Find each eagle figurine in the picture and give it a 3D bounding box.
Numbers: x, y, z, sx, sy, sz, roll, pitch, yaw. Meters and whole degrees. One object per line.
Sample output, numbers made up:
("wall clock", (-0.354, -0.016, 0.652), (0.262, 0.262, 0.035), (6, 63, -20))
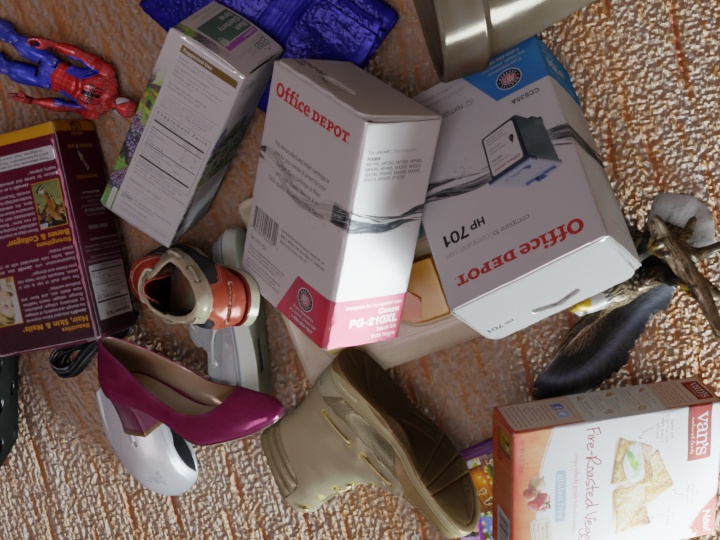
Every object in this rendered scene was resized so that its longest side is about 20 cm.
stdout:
("eagle figurine", (0.208, 0.016, 1.160), (0.199, 0.150, 0.154), (-27, 56, 48))

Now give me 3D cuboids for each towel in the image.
("towel", (-0.084, -0.226, 1.177), (0.199, 0.050, 0.148), (39, 111, -1))

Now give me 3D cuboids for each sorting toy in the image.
("sorting toy", (0.000, 0.000, 1.235), (0.183, 0.037, 0.202), (-20, 102, 18))

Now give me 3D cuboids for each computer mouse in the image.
("computer mouse", (-0.226, 0.141, 1.328), (0.109, 0.044, 0.202), (-25, 100, 18))

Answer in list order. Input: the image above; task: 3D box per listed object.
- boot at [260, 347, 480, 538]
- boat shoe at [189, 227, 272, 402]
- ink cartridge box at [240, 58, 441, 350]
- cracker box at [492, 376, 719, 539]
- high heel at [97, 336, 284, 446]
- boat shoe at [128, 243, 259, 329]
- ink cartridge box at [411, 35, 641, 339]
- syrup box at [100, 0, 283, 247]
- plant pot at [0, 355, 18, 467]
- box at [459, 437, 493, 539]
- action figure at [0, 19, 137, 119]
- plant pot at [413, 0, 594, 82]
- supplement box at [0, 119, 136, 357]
("boot", (0.005, 0.192, 1.255), (0.200, 0.073, 0.155), (49, 124, 4))
("boat shoe", (-0.129, 0.059, 1.266), (0.070, 0.070, 0.204), (-1, 109, 10))
("ink cartridge box", (-0.020, -0.059, 1.119), (0.145, 0.084, 0.202), (38, 125, 46))
("cracker box", (0.217, 0.177, 1.181), (0.197, 0.058, 0.136), (-8, 112, -13))
("high heel", (-0.160, 0.103, 1.233), (0.198, 0.067, 0.097), (-1, 115, 39))
("boat shoe", (-0.166, 0.016, 1.212), (0.199, 0.062, 0.072), (14, 102, 54))
("ink cartridge box", (0.124, -0.068, 1.105), (0.145, 0.086, 0.202), (-27, 59, 19))
("syrup box", (-0.150, -0.128, 1.183), (0.081, 0.079, 0.201), (32, 126, 5))
("plant pot", (-0.435, 0.123, 1.303), (0.175, 0.200, 0.203), (3, 108, 0))
("box", (0.169, 0.249, 1.271), (0.136, 0.039, 0.202), (-25, 100, 20))
("action figure", (-0.297, -0.187, 1.243), (0.198, 0.052, 0.066), (23, 107, 3))
("plant pot", (0.122, -0.269, 1.057), (0.171, 0.200, 0.202), (-15, 104, 0))
("supplement box", (-0.293, -0.031, 1.251), (0.109, 0.086, 0.203), (-11, 94, 17))
